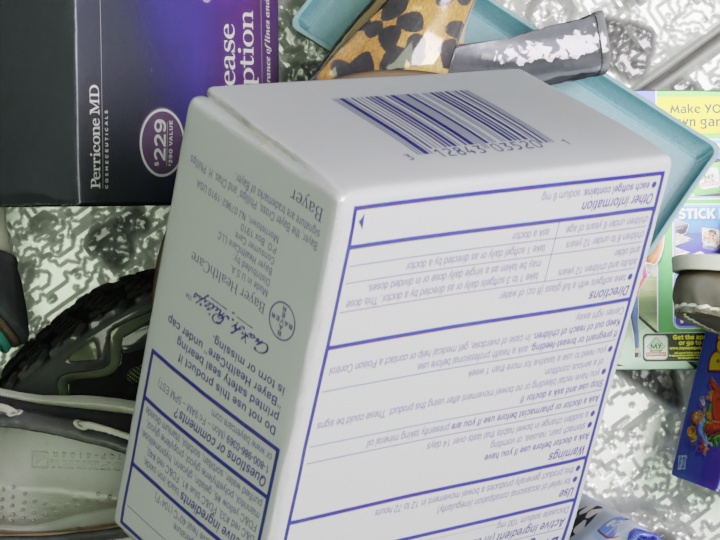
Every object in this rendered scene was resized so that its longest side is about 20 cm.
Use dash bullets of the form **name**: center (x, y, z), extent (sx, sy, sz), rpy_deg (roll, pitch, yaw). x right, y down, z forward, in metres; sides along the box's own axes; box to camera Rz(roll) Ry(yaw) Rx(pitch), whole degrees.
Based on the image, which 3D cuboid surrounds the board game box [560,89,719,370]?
- **board game box**: center (0.092, -0.019, 1.196), extent (0.199, 0.029, 0.135), rpy_deg (-1, 92, -6)

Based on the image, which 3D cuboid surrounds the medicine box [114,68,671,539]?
- **medicine box**: center (0.011, 0.030, 1.034), extent (0.182, 0.103, 0.201), rpy_deg (-8, 121, -40)

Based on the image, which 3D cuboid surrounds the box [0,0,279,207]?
- **box**: center (-0.106, -0.129, 1.111), extent (0.079, 0.141, 0.201), rpy_deg (0, 92, 39)

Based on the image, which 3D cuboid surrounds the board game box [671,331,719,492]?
- **board game box**: center (0.237, 0.016, 1.184), extent (0.134, 0.045, 0.201), rpy_deg (14, 90, -23)

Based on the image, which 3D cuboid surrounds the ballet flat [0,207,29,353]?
- **ballet flat**: center (-0.196, -0.027, 1.100), extent (0.073, 0.200, 0.073), rpy_deg (-13, 61, 25)

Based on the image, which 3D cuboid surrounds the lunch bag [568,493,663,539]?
- **lunch bag**: center (0.098, 0.215, 1.133), extent (0.124, 0.170, 0.200), rpy_deg (32, 87, -7)

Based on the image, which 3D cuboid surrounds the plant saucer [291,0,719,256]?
- **plant saucer**: center (0.067, -0.083, 1.167), extent (0.200, 0.019, 0.070), rpy_deg (34, 70, 7)

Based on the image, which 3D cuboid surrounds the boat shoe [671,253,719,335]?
- **boat shoe**: center (0.220, 0.042, 1.117), extent (0.201, 0.072, 0.060), rpy_deg (19, 83, -26)

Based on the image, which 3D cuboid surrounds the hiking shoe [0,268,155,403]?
- **hiking shoe**: center (-0.129, 0.080, 1.162), extent (0.200, 0.076, 0.101), rpy_deg (-38, 103, 6)

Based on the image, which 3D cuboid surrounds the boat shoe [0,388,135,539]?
- **boat shoe**: center (-0.172, 0.089, 1.093), extent (0.199, 0.060, 0.074), rpy_deg (5, 101, -2)

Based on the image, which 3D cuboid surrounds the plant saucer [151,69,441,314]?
- **plant saucer**: center (0.000, 0.000, 1.122), extent (0.199, 0.029, 0.201), rpy_deg (-9, 118, -17)

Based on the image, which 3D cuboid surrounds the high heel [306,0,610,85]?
- **high heel**: center (0.024, -0.169, 1.145), extent (0.142, 0.071, 0.201), rpy_deg (-12, 80, -16)
